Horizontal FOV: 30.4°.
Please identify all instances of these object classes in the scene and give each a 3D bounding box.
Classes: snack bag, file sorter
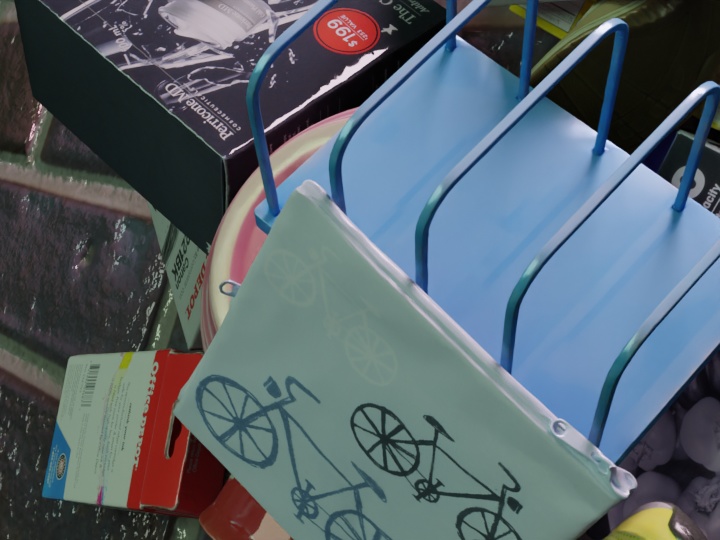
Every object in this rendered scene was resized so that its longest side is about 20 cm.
[{"bbox_3d":[0.005,0.073,0.587,0.189,0.021,0.200,44,139,12],"label":"snack bag"},{"bbox_3d":[0.067,-0.036,0.557,0.200,0.123,0.139,39,71,20],"label":"file sorter"}]

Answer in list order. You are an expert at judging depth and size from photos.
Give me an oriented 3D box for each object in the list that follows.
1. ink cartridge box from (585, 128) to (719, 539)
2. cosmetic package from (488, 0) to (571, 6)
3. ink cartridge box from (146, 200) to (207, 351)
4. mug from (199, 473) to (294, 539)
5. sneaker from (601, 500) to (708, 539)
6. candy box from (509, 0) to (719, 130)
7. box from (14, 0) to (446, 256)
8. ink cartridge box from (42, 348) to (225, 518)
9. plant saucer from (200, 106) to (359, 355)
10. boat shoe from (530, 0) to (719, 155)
[{"bbox_3d":[0.154,0.037,0.660,0.200,0.043,0.198,41,108,52],"label":"ink cartridge box"},{"bbox_3d":[0.110,-0.198,0.688,0.102,0.074,0.200,-51,21,-5],"label":"cosmetic package"},{"bbox_3d":[-0.088,-0.062,0.934,0.144,0.084,0.200,-62,39,43],"label":"ink cartridge box"},{"bbox_3d":[0.007,0.075,0.747,0.200,0.133,0.177,-62,30,-2],"label":"mug"},{"bbox_3d":[0.092,0.179,0.594,0.078,0.090,0.200,58,140,32],"label":"sneaker"},{"bbox_3d":[0.167,-0.156,0.739,0.102,0.026,0.200,-58,39,12],"label":"candy box"},{"bbox_3d":[-0.079,-0.132,0.823,0.200,0.182,0.104,40,150,24],"label":"box"},{"bbox_3d":[-0.156,0.123,0.994,0.200,0.067,0.116,-6,71,51],"label":"ink cartridge box"},{"bbox_3d":[0.000,0.000,0.668,0.200,0.051,0.201,-10,65,23],"label":"plant saucer"},{"bbox_3d":[0.155,-0.123,0.670,0.200,0.074,0.066,-36,19,29],"label":"boat shoe"}]
